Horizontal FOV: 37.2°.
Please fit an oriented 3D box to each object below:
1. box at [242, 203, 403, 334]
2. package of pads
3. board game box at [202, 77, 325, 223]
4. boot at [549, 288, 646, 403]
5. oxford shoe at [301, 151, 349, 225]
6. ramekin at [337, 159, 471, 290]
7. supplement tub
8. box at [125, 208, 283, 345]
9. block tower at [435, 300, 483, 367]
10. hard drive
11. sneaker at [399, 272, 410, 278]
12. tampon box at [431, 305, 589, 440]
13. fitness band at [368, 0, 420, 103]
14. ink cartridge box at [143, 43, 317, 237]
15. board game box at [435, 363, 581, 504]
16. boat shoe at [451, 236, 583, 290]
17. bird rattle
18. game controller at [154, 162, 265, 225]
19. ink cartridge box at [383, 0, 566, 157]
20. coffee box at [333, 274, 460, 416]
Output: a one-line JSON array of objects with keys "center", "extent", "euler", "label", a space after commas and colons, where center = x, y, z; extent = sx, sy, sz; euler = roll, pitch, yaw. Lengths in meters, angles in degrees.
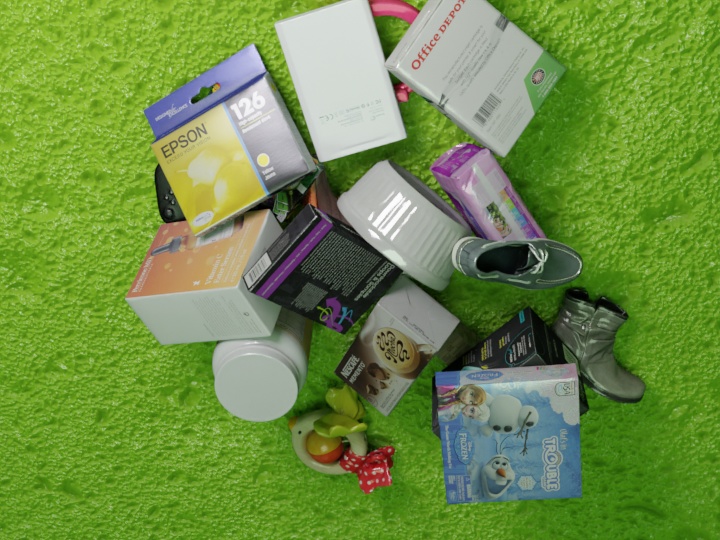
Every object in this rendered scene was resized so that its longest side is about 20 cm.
[{"center": [-0.045, 0.003, 1.475], "extent": [0.143, 0.036, 0.199], "euler": [-46, 135, 16], "label": "box"}, {"center": [0.190, -0.085, 1.533], "extent": [0.075, 0.120, 0.201], "euler": [-39, 110, -5], "label": "package of pads"}, {"center": [-0.155, -0.172, 1.533], "extent": [0.199, 0.023, 0.105], "euler": [40, 110, 6], "label": "board game box"}, {"center": [0.381, 0.117, 1.657], "extent": [0.198, 0.068, 0.132], "euler": [25, 115, -8], "label": "boot"}, {"center": [-0.044, -0.088, 1.590], "extent": [0.072, 0.071, 0.203], "euler": [-17, 121, -10], "label": "oxford shoe"}, {"center": [0.069, -0.071, 1.515], "extent": [0.201, 0.203, 0.095], "euler": [36, 101, -14], "label": "ramekin"}, {"center": [-0.145, 0.114, 1.610], "extent": [0.143, 0.201, 0.147], "euler": [1, 123, 2], "label": "supplement tub"}, {"center": [-0.212, 0.011, 1.548], "extent": [0.197, 0.154, 0.107], "euler": [-7, 136, 26], "label": "box"}, {"center": [0.165, 0.130, 1.685], "extent": [0.200, 0.054, 0.058], "euler": [41, 113, -17], "label": "block tower"}, {"center": [-0.025, -0.262, 1.473], "extent": [0.130, 0.025, 0.203], "euler": [-14, 113, 10], "label": "hard drive"}, {"center": [0.000, 0.000, 1.583], "extent": [0.198, 0.078, 0.100], "euler": [4, 122, -36], "label": "sneaker"}, {"center": [0.218, 0.184, 1.594], "extent": [0.199, 0.150, 0.126], "euler": [-39, 108, 21], "label": "tampon box"}, {"center": [0.007, -0.301, 1.488], "extent": [0.197, 0.038, 0.146], "euler": [-7, 114, 6], "label": "fitness band"}, {"center": [-0.190, -0.182, 1.498], "extent": [0.196, 0.047, 0.202], "euler": [-28, 91, 14], "label": "ink cartridge box"}, {"center": [0.211, 0.233, 1.510], "extent": [0.195, 0.044, 0.203], "euler": [-5, 115, 6], "label": "board game box"}, {"center": [0.224, -0.008, 1.463], "extent": [0.197, 0.062, 0.074], "euler": [6, 98, -19], "label": "boat shoe"}, {"center": [-0.032, 0.283, 1.775], "extent": [0.161, 0.114, 0.202], "euler": [-8, 130, 21], "label": "bird rattle"}, {"center": [-0.207, -0.121, 1.588], "extent": [0.196, 0.042, 0.106], "euler": [-3, 117, 5], "label": "game controller"}, {"center": [0.151, -0.273, 1.435], "extent": [0.199, 0.084, 0.147], "euler": [36, 94, -17], "label": "ink cartridge box"}, {"center": [0.051, 0.116, 1.616], "extent": [0.113, 0.080, 0.201], "euler": [38, 139, 5], "label": "coffee box"}]
